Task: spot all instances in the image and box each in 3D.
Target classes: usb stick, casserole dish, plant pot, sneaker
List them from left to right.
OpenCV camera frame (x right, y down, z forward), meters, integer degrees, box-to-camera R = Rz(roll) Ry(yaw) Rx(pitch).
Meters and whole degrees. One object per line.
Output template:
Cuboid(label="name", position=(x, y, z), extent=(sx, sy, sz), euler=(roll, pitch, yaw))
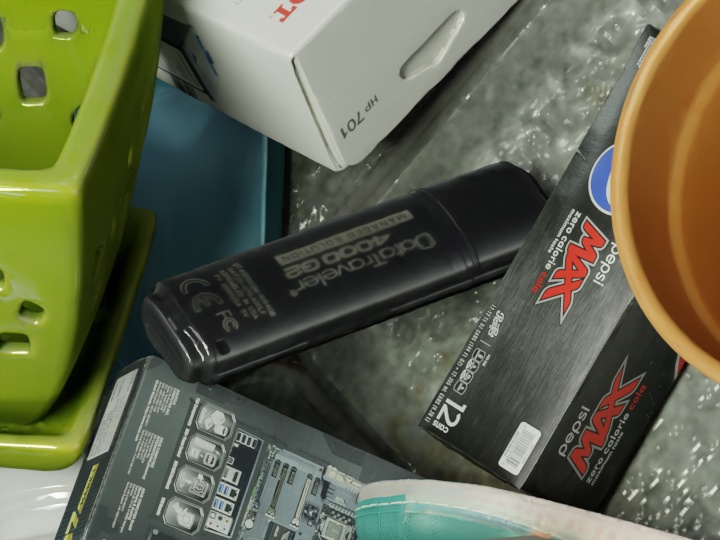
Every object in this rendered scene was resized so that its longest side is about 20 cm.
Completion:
Cuboid(label="plant pot", position=(-0.191, -0.029, 1.246), extent=(0.199, 0.182, 0.200), euler=(4, 39, 6))
Cuboid(label="casserole dish", position=(-0.087, -0.025, 1.377), extent=(0.121, 0.039, 0.200), euler=(-10, 69, 30))
Cuboid(label="usb stick", position=(0.000, 0.000, 1.236), extent=(0.055, 0.200, 0.033), euler=(54, 147, 27))
Cuboid(label="sneaker", position=(0.085, 0.139, 1.170), extent=(0.200, 0.071, 0.080), euler=(13, 81, 20))
Cuboid(label="plant pot", position=(0.218, -0.027, 1.117), extent=(0.200, 0.140, 0.200), euler=(-11, 69, 30))

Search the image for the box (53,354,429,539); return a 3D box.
Cuboid(label="box", position=(-0.060, 0.157, 1.206), extent=(0.051, 0.158, 0.200), euler=(-27, 41, 64))

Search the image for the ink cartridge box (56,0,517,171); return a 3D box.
Cuboid(label="ink cartridge box", position=(-0.043, -0.153, 1.336), extent=(0.200, 0.086, 0.146), euler=(28, 65, 37))

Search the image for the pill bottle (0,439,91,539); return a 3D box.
Cuboid(label="pill bottle", position=(-0.122, 0.185, 1.279), extent=(0.116, 0.116, 0.200), euler=(-17, 65, 27))

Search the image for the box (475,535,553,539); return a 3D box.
Cuboid(label="box", position=(0.008, 0.210, 1.109), extent=(0.128, 0.109, 0.200), euler=(-13, 80, 37))

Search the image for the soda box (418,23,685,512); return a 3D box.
Cuboid(label="soda box", position=(0.111, 0.003, 1.218), extent=(0.063, 0.071, 0.200), euler=(31, 92, 37))
